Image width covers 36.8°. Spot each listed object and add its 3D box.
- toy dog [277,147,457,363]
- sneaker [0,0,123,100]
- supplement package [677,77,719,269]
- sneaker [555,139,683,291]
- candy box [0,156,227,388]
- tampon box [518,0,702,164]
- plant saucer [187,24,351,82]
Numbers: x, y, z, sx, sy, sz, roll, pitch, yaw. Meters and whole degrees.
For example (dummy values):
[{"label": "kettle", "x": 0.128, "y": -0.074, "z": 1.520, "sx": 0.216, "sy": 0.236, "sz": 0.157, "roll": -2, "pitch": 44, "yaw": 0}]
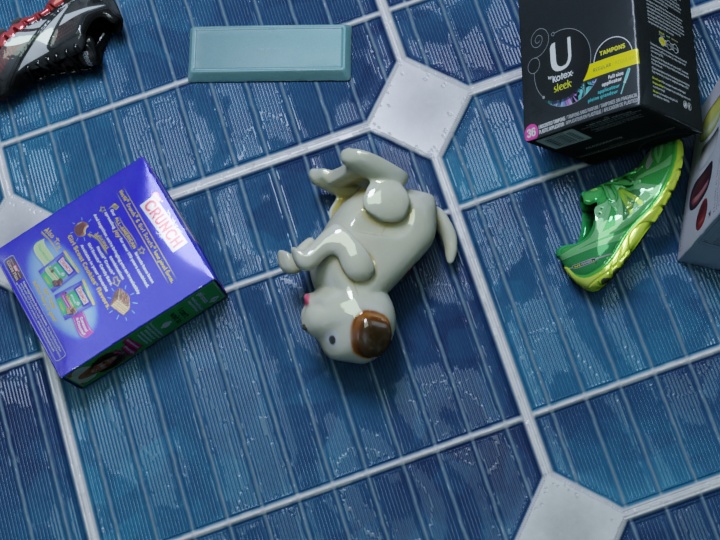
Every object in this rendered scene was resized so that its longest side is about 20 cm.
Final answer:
[{"label": "toy dog", "x": 0.000, "y": 0.000, "z": 1.173, "sx": 0.192, "sy": 0.139, "sz": 0.203, "roll": 24, "pitch": 75, "yaw": -29}, {"label": "sneaker", "x": -0.361, "y": -0.262, "z": 1.274, "sx": 0.200, "sy": 0.071, "sz": 0.098, "roll": -42, "pitch": 76, "yaw": -8}, {"label": "supplement package", "x": 0.432, "y": -0.109, "z": 1.121, "sx": 0.144, "sy": 0.200, "sz": 0.195, "roll": 11, "pitch": 77, "yaw": 7}, {"label": "sneaker", "x": 0.286, "y": -0.075, "z": 1.187, "sx": 0.083, "sy": 0.074, "sz": 0.201, "roll": 35, "pitch": 82, "yaw": 7}, {"label": "candy box", "x": -0.276, "y": 0.003, "z": 1.206, "sx": 0.198, "sy": 0.077, "sz": 0.171, "roll": -32, "pitch": 76, "yaw": -3}, {"label": "tampon box", "x": 0.266, "y": -0.239, "z": 1.169, "sx": 0.148, "sy": 0.125, "sz": 0.204, "roll": -15, "pitch": 72, "yaw": 44}, {"label": "plant saucer", "x": -0.109, "y": -0.261, "z": 1.286, "sx": 0.196, "sy": 0.019, "sz": 0.071, "roll": 0, "pitch": 77, "yaw": 5}]
